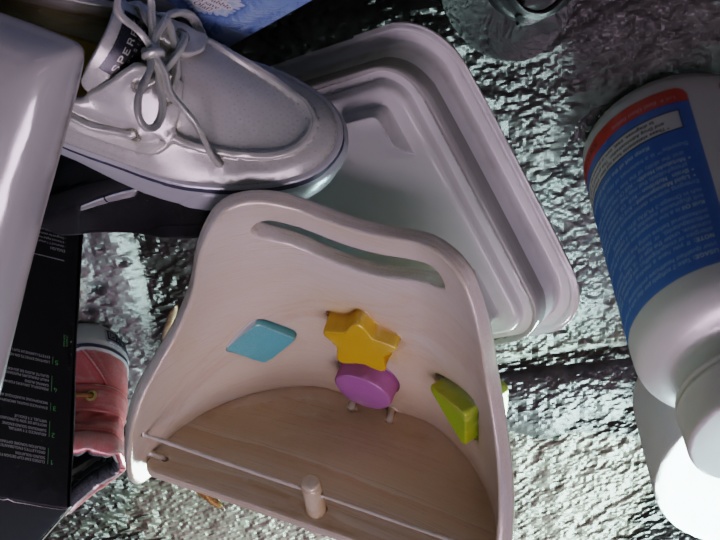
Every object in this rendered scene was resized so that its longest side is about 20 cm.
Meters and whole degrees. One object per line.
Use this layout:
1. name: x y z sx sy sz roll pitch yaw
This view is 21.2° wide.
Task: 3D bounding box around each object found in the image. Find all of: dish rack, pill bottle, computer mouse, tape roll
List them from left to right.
1. computer mouse: -0.134 -0.034 0.902 0.199 0.141 0.046 4 134 33
2. dish rack: -0.004 -0.022 0.949 0.199 0.044 0.172 -12 115 45
3. pill bottle: 0.187 0.004 1.000 0.111 0.201 0.113 -5 141 -4
4. tape roll: 0.277 0.094 1.228 0.200 0.071 0.203 -5 141 -4

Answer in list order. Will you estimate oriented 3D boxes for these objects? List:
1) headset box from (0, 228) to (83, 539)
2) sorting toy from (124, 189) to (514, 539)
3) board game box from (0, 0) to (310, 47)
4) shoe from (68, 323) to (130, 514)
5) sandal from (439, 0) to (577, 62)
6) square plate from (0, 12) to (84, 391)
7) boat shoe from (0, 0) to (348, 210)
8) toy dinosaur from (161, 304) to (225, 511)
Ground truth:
1. headset box: -0.236 0.046 0.963 0.173 0.202 0.093 12 146 -25
2. sorting toy: -0.005 0.041 0.884 0.198 0.107 0.181 17 141 14
3. board game box: -0.125 -0.154 0.823 0.199 0.044 0.198 23 152 -33
4. shoe: -0.227 0.104 1.129 0.199 0.092 0.072 -19 140 12
5. sandal: 0.079 -0.166 0.894 0.075 0.048 0.201 -2 140 -9
6. square plate: -0.231 -0.033 0.828 0.197 0.028 0.202 21 106 13
7. boat shoe: -0.100 -0.089 0.833 0.200 0.075 0.086 18 156 0
8. toy dinosaur: -0.085 0.081 1.172 0.199 0.060 0.106 29 104 -43
